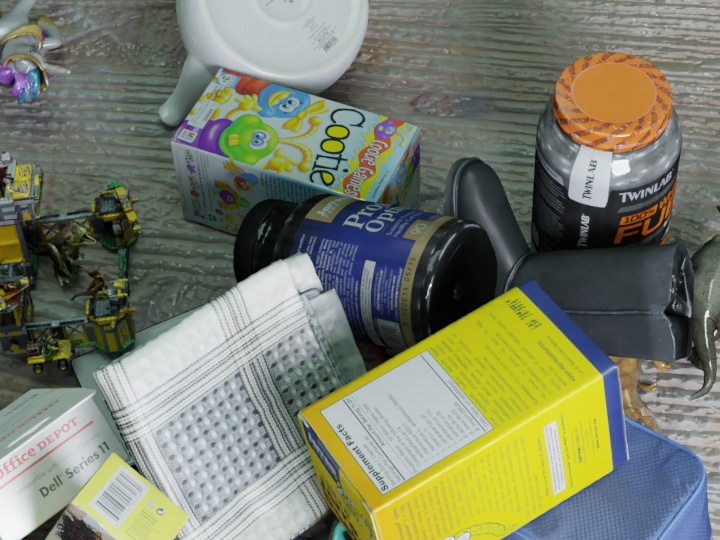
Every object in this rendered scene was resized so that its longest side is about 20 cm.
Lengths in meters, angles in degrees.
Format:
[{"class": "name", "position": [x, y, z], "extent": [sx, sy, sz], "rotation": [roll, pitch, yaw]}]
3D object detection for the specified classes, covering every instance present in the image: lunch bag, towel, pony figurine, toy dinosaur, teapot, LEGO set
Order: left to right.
[{"class": "pony figurine", "position": [-0.375, -0.228, 1.607], "extent": [0.191, 0.168, 0.201], "rotation": [-1, 35, -8]}, {"class": "LEGO set", "position": [-0.263, -0.024, 1.427], "extent": [0.152, 0.117, 0.201], "rotation": [-1, 44, 5]}, {"class": "towel", "position": [-0.073, 0.108, 1.209], "extent": [0.199, 0.194, 0.034], "rotation": [-32, 14, -29]}, {"class": "teapot", "position": [-0.091, -0.245, 1.598], "extent": [0.198, 0.146, 0.200], "rotation": [1, 79, -17]}, {"class": "lunch bag", "position": [0.171, 0.192, 1.231], "extent": [0.199, 0.133, 0.136], "rotation": [30, 60, 35]}, {"class": "toy dinosaur", "position": [0.202, 0.048, 1.392], "extent": [0.105, 0.061, 0.201], "rotation": [-26, 54, -15]}, {"class": "toy dinosaur", "position": [0.291, 0.016, 1.386], "extent": [0.076, 0.103, 0.200], "rotation": [23, 55, 21]}]

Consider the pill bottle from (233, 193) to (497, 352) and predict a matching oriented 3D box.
[{"class": "pill bottle", "position": [0.000, 0.000, 1.326], "extent": [0.198, 0.112, 0.112], "rotation": [12, 51, 32]}]

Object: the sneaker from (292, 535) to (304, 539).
[{"class": "sneaker", "position": [-0.089, 0.274, 1.216], "extent": [0.146, 0.077, 0.202], "rotation": [31, 58, 28]}]

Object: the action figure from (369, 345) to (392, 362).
[{"class": "action figure", "position": [0.030, 0.045, 1.405], "extent": [0.200, 0.052, 0.066], "rotation": [41, 88, 19]}]

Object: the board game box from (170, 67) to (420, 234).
[{"class": "board game box", "position": [-0.055, -0.088, 1.488], "extent": [0.198, 0.105, 0.103], "rotation": [18, 53, 16]}]

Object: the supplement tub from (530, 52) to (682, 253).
[{"class": "supplement tub", "position": [0.207, -0.079, 1.404], "extent": [0.121, 0.201, 0.124], "rotation": [-2, 51, 2]}]

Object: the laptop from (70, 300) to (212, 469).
[{"class": "laptop", "position": [-0.127, 0.079, 1.350], "extent": [0.186, 0.117, 0.201], "rotation": [-22, 53, -15]}]

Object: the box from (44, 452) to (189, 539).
[{"class": "box", "position": [-0.188, 0.199, 1.197], "extent": [0.075, 0.200, 0.050], "rotation": [39, 59, 0]}]

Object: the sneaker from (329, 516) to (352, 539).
[{"class": "sneaker", "position": [0.050, 0.241, 1.208], "extent": [0.199, 0.091, 0.078], "rotation": [36, 96, 21]}]

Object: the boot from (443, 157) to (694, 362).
[{"class": "boot", "position": [0.169, -0.011, 1.339], "extent": [0.199, 0.167, 0.065], "rotation": [5, 24, 41]}]

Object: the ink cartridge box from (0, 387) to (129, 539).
[{"class": "ink cartridge box", "position": [-0.252, 0.147, 1.257], "extent": [0.117, 0.200, 0.068], "rotation": [-36, 101, -22]}]

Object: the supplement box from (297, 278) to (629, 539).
[{"class": "supplement box", "position": [0.074, 0.117, 1.159], "extent": [0.199, 0.110, 0.109], "rotation": [-28, 46, -13]}]
